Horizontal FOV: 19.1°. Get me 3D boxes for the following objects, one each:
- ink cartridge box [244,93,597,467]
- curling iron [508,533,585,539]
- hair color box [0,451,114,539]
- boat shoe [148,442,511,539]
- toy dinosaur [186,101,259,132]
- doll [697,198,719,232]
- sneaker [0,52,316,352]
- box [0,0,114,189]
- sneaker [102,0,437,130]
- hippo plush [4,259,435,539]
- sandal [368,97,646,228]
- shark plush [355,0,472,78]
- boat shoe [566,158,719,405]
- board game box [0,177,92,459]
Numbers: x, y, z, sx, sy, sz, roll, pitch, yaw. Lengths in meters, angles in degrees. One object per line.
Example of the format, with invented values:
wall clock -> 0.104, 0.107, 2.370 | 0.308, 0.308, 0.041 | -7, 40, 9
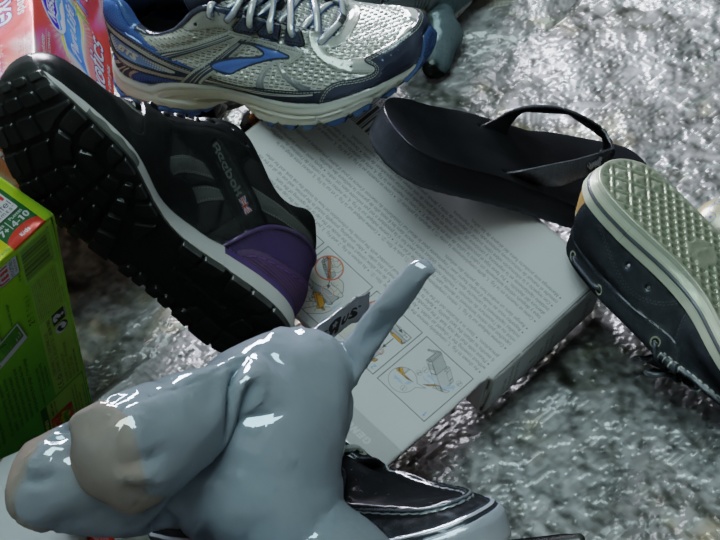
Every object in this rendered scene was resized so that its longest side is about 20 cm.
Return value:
ink cartridge box -> 0.000, 0.000, 1.151 | 0.176, 0.045, 0.200 | -39, 70, -24
curling iron -> 0.013, 0.155, 1.052 | 0.198, 0.026, 0.050 | -9, 7, 4
hair color box -> -0.162, 0.180, 0.996 | 0.110, 0.064, 0.200 | -24, 39, 0
boat shoe -> -0.022, 0.111, 1.049 | 0.199, 0.068, 0.072 | -3, 10, 33
toy dinosaur -> -0.046, -0.089, 1.295 | 0.135, 0.103, 0.200 | -20, 23, -25
doll -> 0.267, -0.008, 1.124 | 0.199, 0.049, 0.137 | 8, 58, 33
sneaker -> -0.099, -0.048, 1.065 | 0.075, 0.200, 0.088 | -16, 39, 40
box -> -0.210, -0.115, 1.252 | 0.102, 0.095, 0.201 | -25, 40, 12
sneaker -> -0.057, -0.130, 1.160 | 0.198, 0.086, 0.077 | -1, 40, 23
hippo plush -> -0.046, 0.119, 0.967 | 0.199, 0.159, 0.162 | -23, 86, -26
sandal -> 0.095, -0.062, 1.161 | 0.199, 0.043, 0.076 | 6, 37, -42
shark plush -> 0.056, -0.204, 1.364 | 0.200, 0.084, 0.091 | -40, 48, -23
boat shoe -> 0.177, 0.031, 1.095 | 0.074, 0.062, 0.200 | -17, 58, -43
board game box -> -0.195, 0.052, 1.094 | 0.047, 0.201, 0.102 | 33, 61, 23
